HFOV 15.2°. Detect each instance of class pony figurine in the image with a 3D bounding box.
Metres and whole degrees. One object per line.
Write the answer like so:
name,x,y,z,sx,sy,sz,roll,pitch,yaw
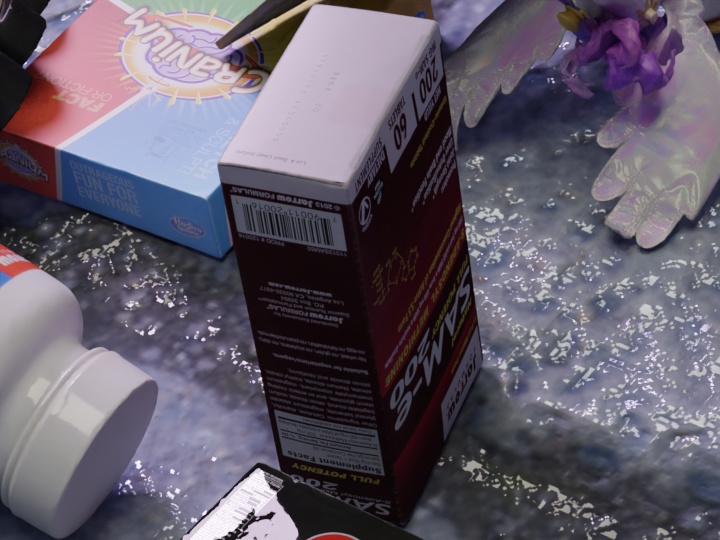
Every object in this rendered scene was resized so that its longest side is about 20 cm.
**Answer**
pony figurine,0.130,-0.133,1.301,0.166,0.200,0.193,35,74,30

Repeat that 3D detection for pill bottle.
pill bottle,-0.193,0.032,1.198,0.200,0.112,0.112,30,54,11

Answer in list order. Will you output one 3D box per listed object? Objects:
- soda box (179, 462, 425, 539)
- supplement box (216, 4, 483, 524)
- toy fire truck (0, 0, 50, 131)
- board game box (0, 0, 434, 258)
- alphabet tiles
soda box,0.021,0.153,1.077,0.200,0.071,0.063,23,53,32
supplement box,0.000,0.000,1.150,0.061,0.200,0.109,10,47,20
toy fire truck,-0.269,-0.089,1.370,0.200,0.129,0.176,-46,20,22
board game box,-0.078,-0.102,1.394,0.153,0.040,0.200,19,50,28
alphabet tiles,0.033,-0.174,1.329,0.200,0.008,0.167,-31,2,-20
